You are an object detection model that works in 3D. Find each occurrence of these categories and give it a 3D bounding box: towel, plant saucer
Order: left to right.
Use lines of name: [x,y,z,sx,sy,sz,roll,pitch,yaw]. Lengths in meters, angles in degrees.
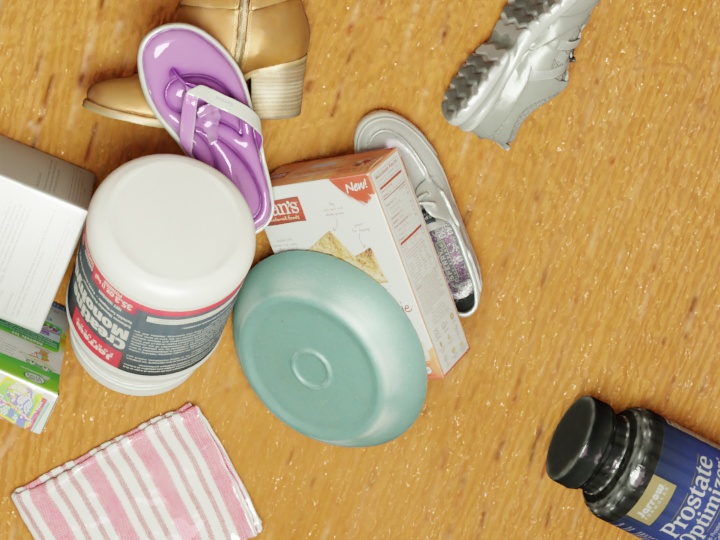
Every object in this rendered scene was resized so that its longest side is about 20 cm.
towel: [-0.208,0.226,1.751,0.199,0.030,0.147,-26,108,3]
plant saucer: [-0.037,0.080,1.662,0.198,0.036,0.202,16,125,24]

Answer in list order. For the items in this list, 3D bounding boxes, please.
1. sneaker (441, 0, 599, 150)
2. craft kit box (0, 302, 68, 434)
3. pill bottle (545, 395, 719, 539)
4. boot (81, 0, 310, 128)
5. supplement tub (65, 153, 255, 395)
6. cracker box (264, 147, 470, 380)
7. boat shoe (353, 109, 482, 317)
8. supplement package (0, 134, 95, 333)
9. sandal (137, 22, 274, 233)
sneaker: [0.158,-0.195,1.646,0.082,0.075,0.200,32,108,-30]
craft kit box: [-0.346,0.045,1.590,0.199,0.198,0.049,25,103,-12]
pill bottle: [0.278,0.196,1.752,0.199,0.112,0.112,26,103,-14]
boot: [-0.142,-0.206,1.601,0.198,0.074,0.156,-6,109,-16]
supplement tub: [-0.172,0.008,1.583,0.139,0.141,0.200,12,148,-10]
cracker box: [0.000,0.000,1.653,0.133,0.058,0.202,-7,113,37]
boat shoe: [0.053,-0.046,1.672,0.071,0.069,0.201,-21,109,1]
supplement package: [-0.340,-0.053,1.599,0.198,0.120,0.122,23,105,-13]
sandal: [-0.117,-0.116,1.572,0.082,0.050,0.204,-30,118,-8]
